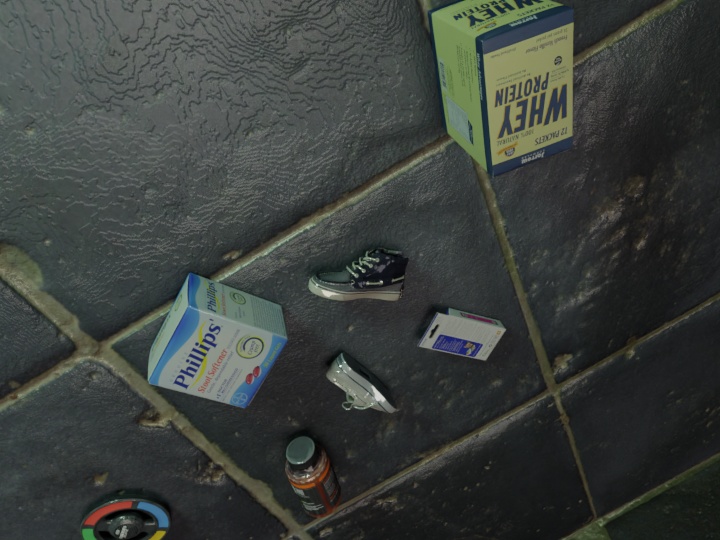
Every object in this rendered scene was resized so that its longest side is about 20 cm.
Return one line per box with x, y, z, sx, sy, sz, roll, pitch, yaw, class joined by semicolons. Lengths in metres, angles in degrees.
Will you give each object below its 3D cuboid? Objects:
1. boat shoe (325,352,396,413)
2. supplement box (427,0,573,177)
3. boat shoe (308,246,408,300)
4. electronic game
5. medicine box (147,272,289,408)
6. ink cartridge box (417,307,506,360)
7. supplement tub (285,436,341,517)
-0.005;0.268;1.210;0.086;0.075;0.202;-40;123;10;boat shoe
0.207;-0.288;0.830;0.131;0.201;0.204;-20;127;-4;supplement box
0.000;0.000;1.042;0.195;0.075;0.095;2;116;-28;boat shoe
-0.535;0.584;1.265;0.194;0.042;0.204;-9;125;-12;electronic game
-0.262;0.134;1.018;0.197;0.104;0.184;22;114;-30;medicine box
0.221;0.140;1.224;0.196;0.037;0.096;13;118;-28;ink cartridge box
-0.113;0.479;1.295;0.104;0.108;0.204;-18;127;-5;supplement tub
